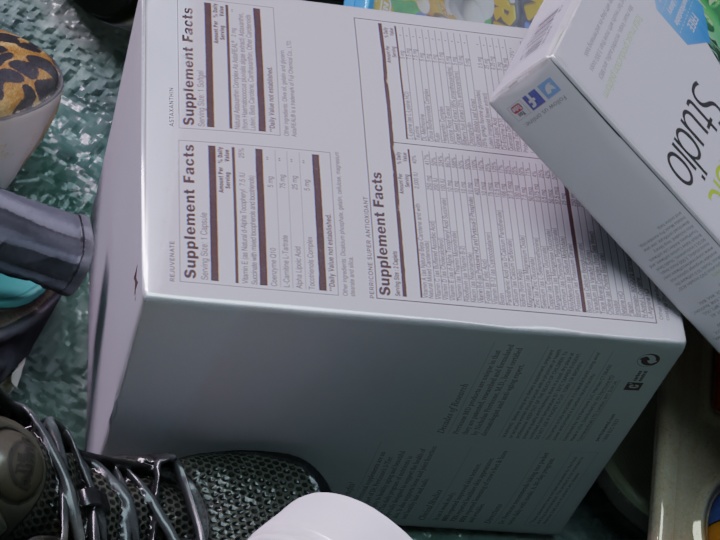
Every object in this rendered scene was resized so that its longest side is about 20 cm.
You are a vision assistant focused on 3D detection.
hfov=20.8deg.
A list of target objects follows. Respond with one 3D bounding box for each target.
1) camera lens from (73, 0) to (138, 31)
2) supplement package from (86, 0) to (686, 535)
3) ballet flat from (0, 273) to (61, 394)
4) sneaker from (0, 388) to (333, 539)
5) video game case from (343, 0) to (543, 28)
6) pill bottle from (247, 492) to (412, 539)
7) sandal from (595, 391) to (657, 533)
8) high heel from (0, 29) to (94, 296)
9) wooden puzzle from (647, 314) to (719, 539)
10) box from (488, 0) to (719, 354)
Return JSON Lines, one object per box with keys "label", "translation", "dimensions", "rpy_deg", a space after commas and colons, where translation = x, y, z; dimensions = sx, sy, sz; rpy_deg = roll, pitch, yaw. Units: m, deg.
{"label": "camera lens", "translation": [-0.056, -0.207, 0.901], "dimensions": [0.199, 0.160, 0.160], "rpy_deg": [-21, 64, -28]}
{"label": "supplement package", "translation": [0.000, 0.000, 0.776], "dimensions": [0.199, 0.152, 0.151], "rpy_deg": [5, 54, -14]}
{"label": "ballet flat", "translation": [-0.163, 0.032, 0.747], "dimensions": [0.073, 0.073, 0.200], "rpy_deg": [21, 16, -2]}
{"label": "sneaker", "translation": [-0.091, 0.088, 0.669], "dimensions": [0.198, 0.114, 0.077], "rpy_deg": [-5, 59, -22]}
{"label": "video game case", "translation": [0.076, -0.123, 0.881], "dimensions": [0.199, 0.018, 0.144], "rpy_deg": [22, 70, -39]}
{"label": "pill bottle", "translation": [-0.059, 0.155, 0.602], "dimensions": [0.111, 0.112, 0.200], "rpy_deg": [41, 50, 14]}
{"label": "sandal", "translation": [0.168, 0.041, 0.857], "dimensions": [0.080, 0.057, 0.201], "rpy_deg": [41, 55, 14]}
{"label": "high heel", "translation": [-0.190, -0.069, 0.776], "dimensions": [0.142, 0.072, 0.200], "rpy_deg": [20, 22, -32]}
{"label": "wooden puzzle", "translation": [0.202, 0.088, 0.793], "dimensions": [0.184, 0.046, 0.201], "rpy_deg": [22, 62, -21]}
{"label": "box", "translation": [0.143, -0.035, 0.746], "dimensions": [0.200, 0.036, 0.145], "rpy_deg": [46, 37, -14]}
